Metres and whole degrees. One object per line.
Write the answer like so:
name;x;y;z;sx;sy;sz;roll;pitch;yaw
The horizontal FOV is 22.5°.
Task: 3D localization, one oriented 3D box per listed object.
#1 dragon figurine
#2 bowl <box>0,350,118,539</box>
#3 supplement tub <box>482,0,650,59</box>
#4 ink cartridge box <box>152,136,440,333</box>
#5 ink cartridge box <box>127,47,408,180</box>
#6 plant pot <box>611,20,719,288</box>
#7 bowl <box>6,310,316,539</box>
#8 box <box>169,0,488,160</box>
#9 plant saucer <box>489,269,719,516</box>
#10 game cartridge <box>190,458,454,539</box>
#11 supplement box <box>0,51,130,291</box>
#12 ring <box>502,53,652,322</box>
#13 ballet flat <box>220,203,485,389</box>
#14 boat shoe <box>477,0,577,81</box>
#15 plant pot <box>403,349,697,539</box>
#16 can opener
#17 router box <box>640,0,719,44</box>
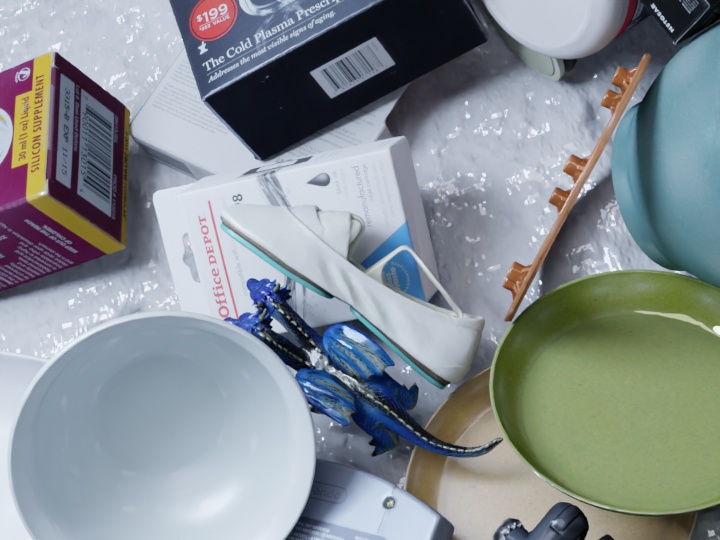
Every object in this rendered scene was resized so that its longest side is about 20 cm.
dragon figurine;-0.006;0.075;1.208;0.200;0.099;0.059;32;82;31
bowl;-0.256;0.165;1.296;0.199;0.075;0.201;8;66;24
supplement tub;0.185;-0.251;1.285;0.140;0.141;0.200;34;54;31
ink cartridge box;-0.054;-0.017;1.291;0.199;0.067;0.116;-11;100;14
ink cartridge box;-0.055;-0.135;1.399;0.199;0.045;0.177;26;75;29
plant pot;0.250;-0.068;1.183;0.134;0.200;0.201;-15;55;44
bowl;-0.132;0.107;1.194;0.201;0.202;0.090;-31;21;2
box;-0.036;-0.216;1.338;0.199;0.104;0.183;-28;58;11
plant saucer;0.183;0.083;1.165;0.199;0.031;0.201;-2;47;2
game cartridge;-0.037;0.193;1.206;0.199;0.042;0.134;9;64;35
supplement box;-0.285;-0.064;1.390;0.199;0.103;0.132;-18;58;25
ring;0.139;-0.057;1.202;0.019;0.201;0.201;28;74;4
ballet flat;0.000;0.000;1.219;0.200;0.069;0.070;36;76;-7
boat shoe;0.115;-0.228;1.372;0.067;0.072;0.200;-26;58;-6
plant pot;0.126;0.148;1.193;0.199;0.028;0.201;-8;61;15
can opener;0.077;0.226;1.117;0.200;0.063;0.079;-44;59;-7
router box;0.203;-0.263;1.185;0.149;0.051;0.200;-31;80;-32
